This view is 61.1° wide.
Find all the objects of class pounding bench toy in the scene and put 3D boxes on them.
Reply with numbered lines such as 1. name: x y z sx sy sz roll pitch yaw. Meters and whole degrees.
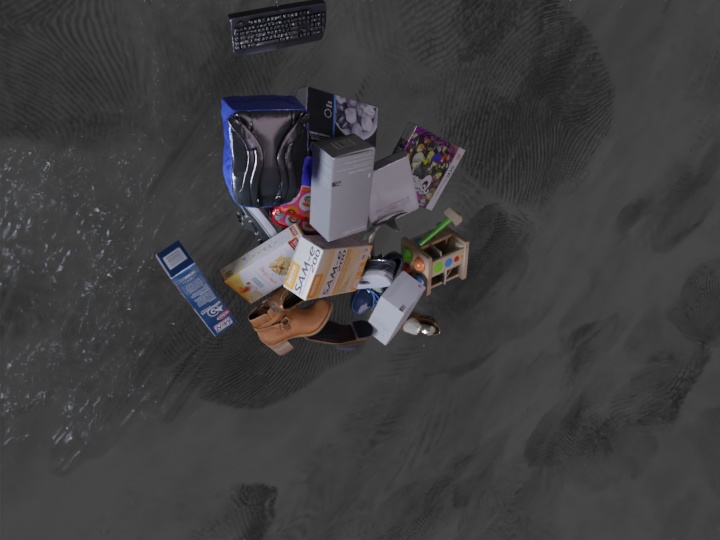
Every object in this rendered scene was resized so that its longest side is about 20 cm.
1. pounding bench toy: 0.193 -0.060 1.646 0.156 0.124 0.200 -22 132 -24

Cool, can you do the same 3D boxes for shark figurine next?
1. shark figurine: 0.036 -0.065 1.557 0.089 0.128 0.215 -38 148 -62

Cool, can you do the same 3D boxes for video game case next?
1. video game case: 0.152 -0.257 1.533 0.200 0.036 0.182 14 111 -43

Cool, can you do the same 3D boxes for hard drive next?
1. hard drive: 0.066 -0.190 1.466 0.132 0.026 0.200 -25 146 -2

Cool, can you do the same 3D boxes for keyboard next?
1. keyboard: -0.152 -0.479 1.139 0.200 0.021 0.127 -23 132 -26

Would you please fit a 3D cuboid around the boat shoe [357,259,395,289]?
1. boat shoe: 0.000 0.000 1.511 0.072 0.200 0.068 44 56 -39

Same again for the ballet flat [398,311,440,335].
1. ballet flat: 0.171 0.166 1.832 0.200 0.072 0.068 15 109 -44

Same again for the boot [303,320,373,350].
1. boot: -0.071 0.186 1.639 0.199 0.075 0.097 1 144 -24

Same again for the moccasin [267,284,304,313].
1. moccasin: -0.132 0.029 1.460 0.201 0.078 0.074 -36 115 -35

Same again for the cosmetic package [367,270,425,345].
1. cosmetic package: 0.091 0.104 1.640 0.113 0.081 0.200 -47 167 -33

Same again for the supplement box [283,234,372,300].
1. supplement box: -0.069 -0.012 1.383 0.200 0.073 0.126 -9 125 -56

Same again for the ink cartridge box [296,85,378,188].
1. ink cartridge box: -0.051 -0.268 1.296 0.198 0.043 0.201 3 90 -41

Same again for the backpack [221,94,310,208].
1. backpack: -0.185 -0.232 1.178 0.162 0.168 0.201 -5 122 -17

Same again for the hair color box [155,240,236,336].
1. hair color box: -0.348 0.041 1.301 0.060 0.100 0.200 -36 136 -12

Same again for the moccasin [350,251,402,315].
1. moccasin: 0.038 0.030 1.617 0.080 0.068 0.200 32 91 -12

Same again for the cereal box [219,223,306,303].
1. cereal box: -0.198 -0.012 1.374 0.200 0.040 0.144 -31 151 2

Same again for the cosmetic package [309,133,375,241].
1. cosmetic package: -0.040 -0.170 1.262 0.107 0.090 0.200 -21 133 -28

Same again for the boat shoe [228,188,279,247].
1. boat shoe: -0.232 -0.110 1.309 0.057 0.069 0.200 -33 136 -1

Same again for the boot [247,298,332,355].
1. boot: -0.171 0.107 1.517 0.200 0.074 0.155 -43 132 -12

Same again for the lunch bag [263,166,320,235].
1. lunch bag: -0.117 -0.148 1.370 0.200 0.082 0.176 17 112 -43
